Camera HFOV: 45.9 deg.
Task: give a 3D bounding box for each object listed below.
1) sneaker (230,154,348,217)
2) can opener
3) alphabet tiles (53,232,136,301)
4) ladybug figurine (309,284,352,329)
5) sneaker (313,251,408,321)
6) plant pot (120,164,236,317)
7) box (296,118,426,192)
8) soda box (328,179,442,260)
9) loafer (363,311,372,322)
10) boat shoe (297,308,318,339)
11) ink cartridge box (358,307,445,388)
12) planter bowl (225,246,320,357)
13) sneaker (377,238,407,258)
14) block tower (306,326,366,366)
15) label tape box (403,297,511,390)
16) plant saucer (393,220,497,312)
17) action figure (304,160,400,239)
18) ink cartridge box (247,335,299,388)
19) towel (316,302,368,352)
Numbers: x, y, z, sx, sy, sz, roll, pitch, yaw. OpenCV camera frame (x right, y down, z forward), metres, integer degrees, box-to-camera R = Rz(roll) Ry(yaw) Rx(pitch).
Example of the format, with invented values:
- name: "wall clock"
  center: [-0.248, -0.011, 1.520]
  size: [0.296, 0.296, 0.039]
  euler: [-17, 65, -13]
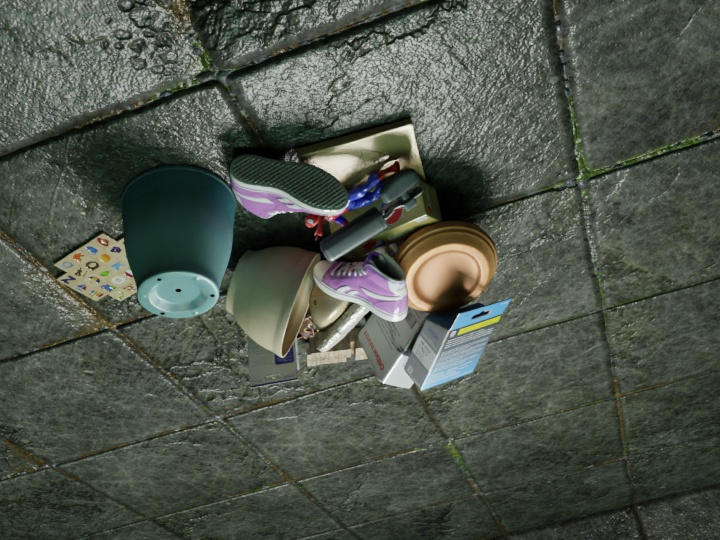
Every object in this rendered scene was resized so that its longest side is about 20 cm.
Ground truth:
- name: "sneaker"
  center: [-0.116, -0.123, 1.401]
  size: [0.196, 0.074, 0.115]
  euler: [18, 152, 4]
- name: "can opener"
  center: [0.014, -0.095, 1.389]
  size: [0.197, 0.053, 0.068]
  euler: [-32, 109, -1]
- name: "alphabet tiles"
  center: [-0.462, -0.004, 1.582]
  size: [0.197, 0.006, 0.166]
  euler: [-27, 141, 24]
- name: "ladybug figurine"
  center: [-0.047, 0.047, 1.636]
  size: [0.136, 0.072, 0.200]
  euler: [-46, 177, 7]
- name: "sneaker"
  center: [0.001, 0.000, 1.499]
  size: [0.197, 0.073, 0.116]
  euler: [21, 137, 24]
- name: "plant pot"
  center: [-0.300, -0.036, 1.412]
  size: [0.195, 0.192, 0.202]
  euler: [-6, 145, -4]
- name: "box"
  center: [0.006, -0.172, 1.436]
  size: [0.195, 0.022, 0.165]
  euler: [-13, 145, 7]
- name: "soda box"
  center: [0.042, -0.087, 1.495]
  size: [0.197, 0.069, 0.064]
  euler: [-22, 160, 29]
- name: "loafer"
  center: [0.079, 0.123, 1.826]
  size: [0.072, 0.073, 0.198]
  euler: [-31, 140, 29]
- name: "boat shoe"
  center: [-0.119, 0.113, 1.771]
  size: [0.197, 0.072, 0.070]
  euler: [-25, 142, 19]
- name: "ink cartridge box"
  center: [0.094, 0.110, 1.694]
  size: [0.082, 0.148, 0.202]
  euler: [17, 118, -34]
- name: "planter bowl"
  center: [-0.169, 0.042, 1.572]
  size: [0.132, 0.203, 0.202]
  euler: [19, 144, 5]
- name: "sneaker"
  center: [0.075, -0.046, 1.567]
  size: [0.074, 0.094, 0.201]
  euler: [5, 144, -21]
- name: "block tower"
  center: [-0.024, 0.164, 1.877]
  size: [0.195, 0.059, 0.055]
  euler: [-7, 146, -6]
- name: "label tape box"
  center: [0.179, 0.118, 1.587]
  size: [0.142, 0.063, 0.203]
  euler: [-13, 138, -37]
- name: "plant saucer"
  center: [0.150, 0.003, 1.507]
  size: [0.195, 0.038, 0.203]
  euler: [-6, 131, -7]
- name: "action figure"
  center: [-0.010, -0.099, 1.435]
  size: [0.196, 0.101, 0.065]
  euler: [-21, 143, 22]
- name: "ink cartridge box"
  center: [-0.174, 0.145, 1.686]
  size: [0.097, 0.204, 0.040]
  euler: [-8, 143, 2]
- name: "towel"
  center: [-0.012, 0.088, 1.648]
  size: [0.133, 0.034, 0.200]
  euler: [-47, 177, 19]
